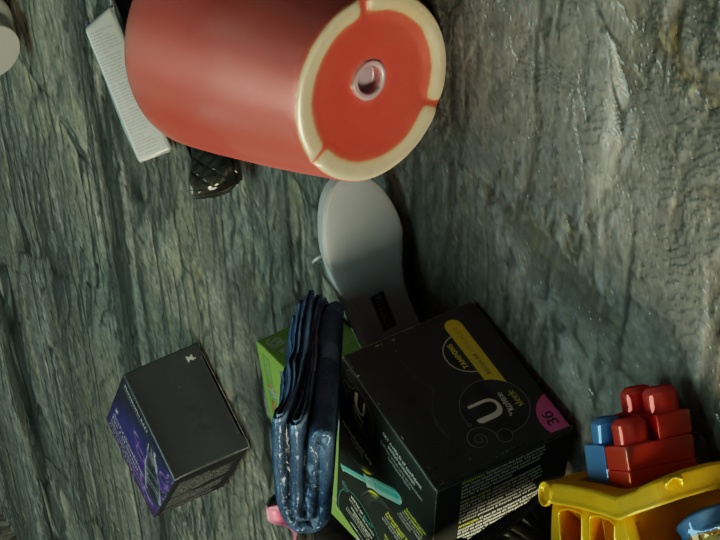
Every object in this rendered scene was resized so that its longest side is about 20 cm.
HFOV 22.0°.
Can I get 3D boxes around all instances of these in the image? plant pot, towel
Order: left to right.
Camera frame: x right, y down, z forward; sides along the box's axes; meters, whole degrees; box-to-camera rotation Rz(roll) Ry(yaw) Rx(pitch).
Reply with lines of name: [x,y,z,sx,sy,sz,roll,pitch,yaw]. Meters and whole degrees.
plant pot: [-0.045,-0.160,1.371,0.177,0.200,0.201,29,138,44]
towel: [-0.041,0.111,1.477,0.200,0.048,0.112,-87,-1,-61]

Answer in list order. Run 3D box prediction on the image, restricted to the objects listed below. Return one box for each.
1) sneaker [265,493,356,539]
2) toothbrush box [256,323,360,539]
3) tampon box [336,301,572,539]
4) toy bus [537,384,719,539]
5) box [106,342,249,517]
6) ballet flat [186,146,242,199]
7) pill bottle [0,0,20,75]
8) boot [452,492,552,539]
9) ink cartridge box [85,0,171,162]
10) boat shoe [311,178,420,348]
sneaker: [-0.029,0.294,1.912,0.200,0.095,0.079,51,153,32]
toothbrush box: [-0.007,0.151,1.720,0.200,0.086,0.146,41,147,50]
tampon box: [0.071,0.158,1.481,0.150,0.126,0.200,53,155,35]
toy bus: [0.206,0.172,1.204,0.200,0.135,0.193,-179,83,-65]
box: [-0.227,0.198,2.272,0.148,0.104,0.200,62,159,14]
ballet flat: [-0.177,-0.149,1.851,0.067,0.057,0.200,87,157,-47]
pill bottle: [-0.521,-0.336,2.416,0.200,0.111,0.111,50,153,37]
boot: [0.082,0.220,1.354,0.158,0.211,0.080,-25,84,40]
ink cartridge box: [-0.249,-0.211,1.919,0.200,0.040,0.201,-147,37,-83]
boat shoe: [0.005,-0.001,1.572,0.086,0.074,0.202,44,158,62]
